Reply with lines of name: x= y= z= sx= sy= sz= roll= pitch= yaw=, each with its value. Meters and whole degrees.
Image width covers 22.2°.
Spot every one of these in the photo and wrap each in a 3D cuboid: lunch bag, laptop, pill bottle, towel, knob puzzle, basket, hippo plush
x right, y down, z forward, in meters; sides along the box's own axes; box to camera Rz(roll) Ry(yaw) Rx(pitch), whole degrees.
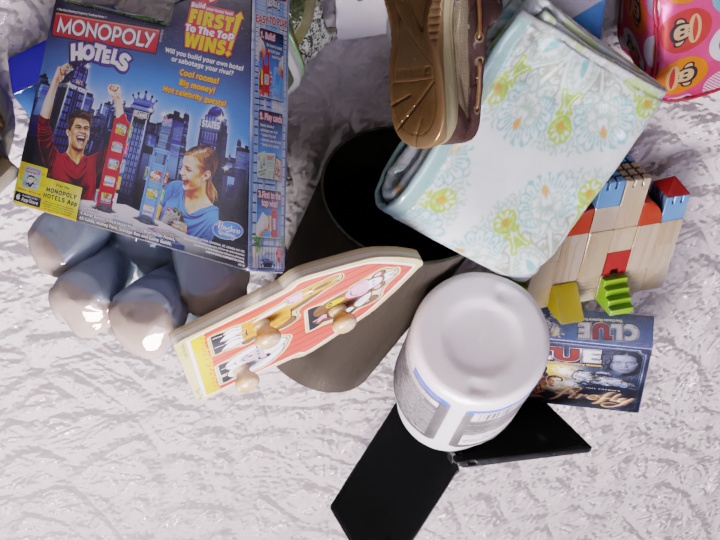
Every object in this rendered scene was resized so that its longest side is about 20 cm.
lunch bag: x=0.295 y=-0.236 z=1.438 sx=0.175 sy=0.082 sz=0.201 roll=-16 pitch=139 yaw=-8
laptop: x=0.088 y=0.192 z=1.707 sx=0.198 sy=0.187 sz=0.117 roll=-5 pitch=108 yaw=-14
pill bottle: x=0.087 y=0.083 z=1.536 sx=0.113 sy=0.115 sz=0.200 roll=-10 pitch=163 yaw=-9
towel: x=0.125 y=-0.098 z=1.408 sx=0.171 sy=0.048 sz=0.201 roll=27 pitch=105 yaw=-37
knob puzzle: x=-0.039 y=0.040 z=1.380 sx=0.218 sy=0.031 sz=0.220 roll=-26 pitch=163 yaw=-8
basket: x=0.000 y=0.000 z=1.539 sx=0.180 sy=0.136 sz=0.200 roll=-28 pitch=159 yaw=-45
hippo plush: x=-0.161 y=-0.014 z=1.412 sx=0.158 sy=0.202 sz=0.161 roll=-15 pitch=161 yaw=1

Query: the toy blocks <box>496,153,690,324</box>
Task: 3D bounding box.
toy blocks: x=0.207 y=-0.044 z=1.603 sx=0.199 sy=0.100 sz=0.138 roll=-8 pitch=129 yaw=-26

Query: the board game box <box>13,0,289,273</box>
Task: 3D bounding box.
board game box: x=-0.129 y=-0.120 z=1.292 sx=0.062 sy=0.199 sz=0.202 roll=4 pitch=101 yaw=-67

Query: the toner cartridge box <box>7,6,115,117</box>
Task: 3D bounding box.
toner cartridge box: x=-0.184 y=-0.106 z=1.434 sx=0.094 sy=0.043 sz=0.200 roll=-24 pitch=137 yaw=9

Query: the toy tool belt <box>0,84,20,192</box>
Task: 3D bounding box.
toy tool belt: x=-0.344 y=-0.067 z=1.362 sx=0.199 sy=0.123 sz=0.125 roll=-25 pitch=137 yaw=8

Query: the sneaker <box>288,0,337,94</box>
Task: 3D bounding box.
sneaker: x=-0.063 y=-0.226 z=1.351 sx=0.088 sy=0.077 sz=0.201 roll=-39 pitch=142 yaw=-24

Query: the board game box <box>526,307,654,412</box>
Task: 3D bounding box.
board game box: x=0.162 y=0.077 z=1.674 sx=0.198 sy=0.035 sz=0.136 roll=5 pitch=151 yaw=6

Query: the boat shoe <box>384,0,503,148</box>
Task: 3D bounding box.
boat shoe: x=0.064 y=-0.189 z=1.312 sx=0.072 sy=0.072 sz=0.202 roll=-5 pitch=96 yaw=-42

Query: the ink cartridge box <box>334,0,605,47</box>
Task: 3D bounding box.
ink cartridge box: x=0.084 y=-0.211 z=1.396 sx=0.198 sy=0.067 sz=0.116 roll=-8 pitch=136 yaw=-10
